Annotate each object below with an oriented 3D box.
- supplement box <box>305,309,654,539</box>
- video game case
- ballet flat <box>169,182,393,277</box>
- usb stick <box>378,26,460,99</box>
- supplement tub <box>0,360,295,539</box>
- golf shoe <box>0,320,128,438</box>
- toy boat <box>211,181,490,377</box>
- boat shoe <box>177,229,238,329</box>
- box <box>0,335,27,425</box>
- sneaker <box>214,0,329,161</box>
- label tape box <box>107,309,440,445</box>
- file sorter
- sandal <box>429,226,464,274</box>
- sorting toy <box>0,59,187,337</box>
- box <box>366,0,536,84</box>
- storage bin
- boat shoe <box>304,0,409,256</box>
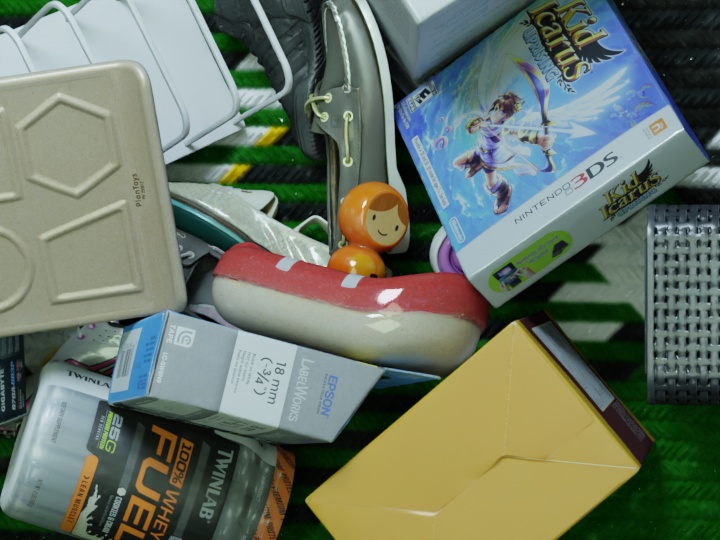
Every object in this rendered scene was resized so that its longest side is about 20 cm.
[{"bbox_3d":[0.092,0.144,1.544,0.197,0.200,0.133,-41,83,10],"label":"supplement box"},{"bbox_3d":[0.128,-0.098,1.516,0.181,0.045,0.200,-35,44,12],"label":"video game case"},{"bbox_3d":[-0.065,-0.025,1.653,0.200,0.067,0.062,32,69,6],"label":"ballet flat"},{"bbox_3d":[0.048,-0.155,1.633,0.055,0.033,0.200,-42,83,3],"label":"usb stick"},{"bbox_3d":[-0.157,0.151,1.587,0.199,0.123,0.123,18,95,-10],"label":"supplement tub"},{"bbox_3d":[-0.208,0.077,1.674,0.199,0.073,0.092,-14,84,2],"label":"golf shoe"},{"bbox_3d":[0.000,0.000,1.534,0.199,0.130,0.131,14,83,24],"label":"toy boat"},{"bbox_3d":[-0.106,0.017,1.626,0.200,0.057,0.067,31,72,-10],"label":"boat shoe"},{"bbox_3d":[-0.326,0.010,1.560,0.158,0.046,0.201,2,97,22],"label":"box"},{"bbox_3d":[-0.066,-0.187,1.641,0.104,0.060,0.201,12,117,37],"label":"sneaker"},{"bbox_3d":[-0.064,0.085,1.497,0.199,0.144,0.064,15,80,-15],"label":"label tape box"},{"bbox_3d":[-0.174,-0.143,1.574,0.200,0.124,0.139,-27,93,-29],"label":"file sorter"},{"bbox_3d":[0.137,-0.055,1.596,0.082,0.050,0.203,38,102,-19],"label":"sandal"},{"bbox_3d":[-0.228,-0.047,1.473,0.199,0.037,0.186,-7,112,3],"label":"sorting toy"},{"bbox_3d":[0.075,-0.234,1.525,0.152,0.200,0.107,-32,84,-4],"label":"box"},{"bbox_3d":[0.252,0.021,1.508,0.093,0.200,0.136,0,91,10],"label":"storage bin"},{"bbox_3d":[-0.008,-0.107,1.592,0.060,0.072,0.203,-11,103,-11],"label":"boat shoe"}]
